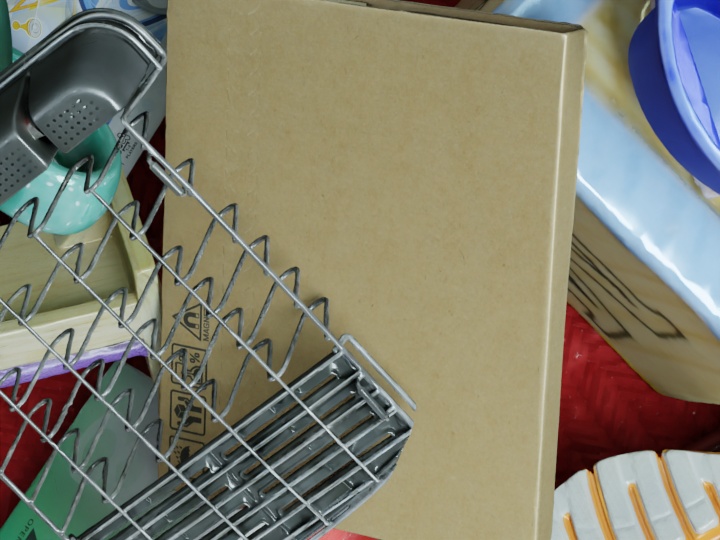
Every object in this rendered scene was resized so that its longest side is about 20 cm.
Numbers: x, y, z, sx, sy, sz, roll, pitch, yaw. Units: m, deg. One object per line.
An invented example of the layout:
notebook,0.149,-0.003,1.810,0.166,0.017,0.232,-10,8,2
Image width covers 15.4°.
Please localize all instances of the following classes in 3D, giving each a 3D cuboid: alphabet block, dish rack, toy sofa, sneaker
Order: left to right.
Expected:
toy sofa,-0.173,0.032,1.046,0.200,0.083,0.098,-14,130,-9
dish rack,-0.083,0.025,0.955,0.153,0.055,0.200,-35,110,21
alphabet block,0.149,-0.073,1.059,0.195,0.200,0.196,-44,96,-8
sneaker,0.156,0.106,1.081,0.200,0.077,0.078,-19,67,4

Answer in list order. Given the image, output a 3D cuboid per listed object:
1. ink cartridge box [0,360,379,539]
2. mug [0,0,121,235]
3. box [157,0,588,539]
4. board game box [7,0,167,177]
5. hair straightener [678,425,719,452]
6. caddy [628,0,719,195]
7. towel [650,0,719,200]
ink cartridge box,-0.075,0.143,1.032,0.050,0.200,0.161,40,82,-41
mug,-0.198,-0.072,1.001,0.152,0.115,0.185,-28,126,15
box,0.000,0.000,0.970,0.163,0.021,0.201,11,108,26
board game box,-0.118,-0.122,1.054,0.135,0.034,0.200,31,116,-6
hair straightener,0.189,0.090,1.146,0.200,0.041,0.077,-30,85,-13
caddy,0.185,-0.066,0.881,0.200,0.105,0.142,32,85,-8
towel,0.187,-0.143,0.950,0.191,0.032,0.200,-16,92,-9
